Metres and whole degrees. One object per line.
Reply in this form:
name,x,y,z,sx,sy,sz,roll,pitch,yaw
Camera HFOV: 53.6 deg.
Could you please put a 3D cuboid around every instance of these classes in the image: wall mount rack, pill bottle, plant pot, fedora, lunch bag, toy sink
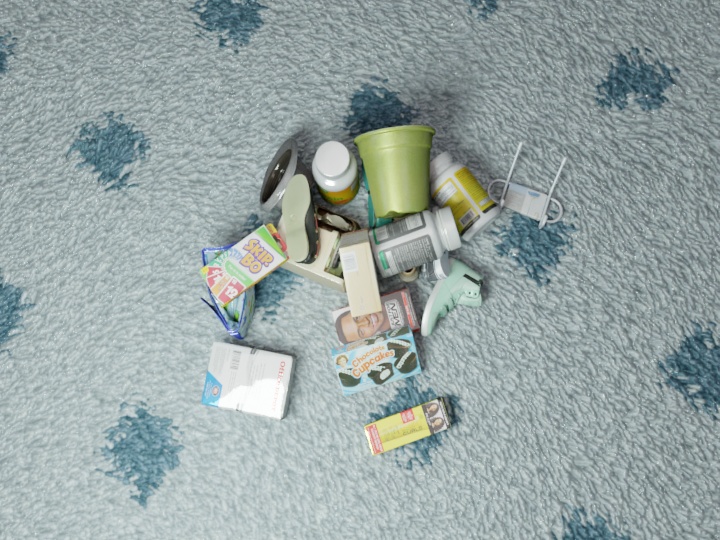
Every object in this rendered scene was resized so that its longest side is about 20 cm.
wall mount rack,0.416,-0.206,1.746,0.195,0.075,0.178,20,80,5
pill bottle,-0.059,-0.234,1.708,0.107,0.200,0.115,0,79,3
pill bottle,0.125,-0.068,1.627,0.195,0.113,0.116,-19,79,8
plant pot,0.088,-0.222,1.669,0.194,0.200,0.190,-6,89,1
fedora,-0.172,-0.216,1.745,0.089,0.202,0.178,28,117,-23
pill bottle,0.239,-0.183,1.730,0.111,0.113,0.202,-36,80,-4
lunch bag,-0.306,0.056,1.682,0.124,0.170,0.206,-11,80,-4
toy sink,-0.107,-0.043,1.713,0.195,0.131,0.115,22,81,7

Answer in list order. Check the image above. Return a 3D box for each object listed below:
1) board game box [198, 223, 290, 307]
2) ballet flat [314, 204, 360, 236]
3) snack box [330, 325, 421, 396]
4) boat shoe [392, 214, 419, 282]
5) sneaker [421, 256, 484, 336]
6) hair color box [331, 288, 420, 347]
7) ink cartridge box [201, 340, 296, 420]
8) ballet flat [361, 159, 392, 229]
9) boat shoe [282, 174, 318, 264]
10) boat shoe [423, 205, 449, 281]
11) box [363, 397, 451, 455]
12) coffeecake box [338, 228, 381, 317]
board game box,-0.255,-0.016,1.603,0.198,0.030,0.096,-36,84,-14
ballet flat,-0.091,-0.126,1.755,0.195,0.072,0.069,22,78,6
snack box,0.037,0.213,1.677,0.194,0.037,0.119,-17,117,0
boat shoe,0.114,-0.078,1.738,0.071,0.069,0.206,-7,78,2
sneaker,0.224,0.080,1.701,0.116,0.074,0.204,24,79,13
hair color box,0.037,0.121,1.711,0.194,0.061,0.104,-18,81,0
ink cartridge box,-0.261,0.260,1.688,0.194,0.086,0.151,10,81,3
ballet flat,0.047,-0.199,1.773,0.068,0.067,0.206,-2,77,-22
boat shoe,-0.134,-0.116,1.633,0.072,0.063,0.208,-10,76,24
boat shoe,0.174,-0.064,1.723,0.066,0.072,0.205,-16,57,27
box,0.109,0.364,1.670,0.195,0.050,0.077,-19,80,-1
coffeecake box,0.000,0.000,1.642,0.071,0.200,0.158,-11,101,2
